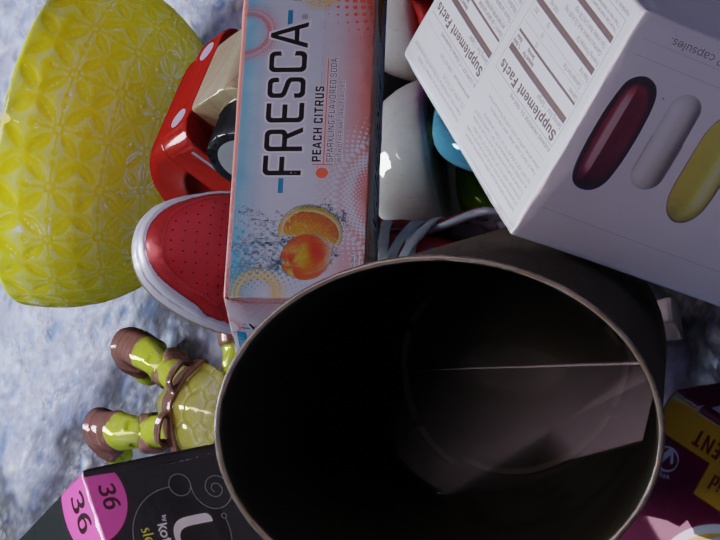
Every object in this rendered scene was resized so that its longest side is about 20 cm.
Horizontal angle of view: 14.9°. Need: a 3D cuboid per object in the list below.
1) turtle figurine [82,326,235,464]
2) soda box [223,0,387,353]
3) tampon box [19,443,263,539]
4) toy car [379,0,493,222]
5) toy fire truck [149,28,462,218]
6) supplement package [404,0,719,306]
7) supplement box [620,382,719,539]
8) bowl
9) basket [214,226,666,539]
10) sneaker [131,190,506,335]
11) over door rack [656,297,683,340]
[{"bbox_3d":[-0.096,0.090,1.582,0.161,0.064,0.201,6,89,50],"label":"turtle figurine"},{"bbox_3d":[-0.023,-0.059,1.255,0.063,0.068,0.201,1,61,5],"label":"soda box"},{"bbox_3d":[-0.107,0.200,1.469,0.200,0.126,0.150,-47,59,53],"label":"tampon box"},{"bbox_3d":[0.078,-0.112,1.335,0.174,0.150,0.201,-9,71,9],"label":"toy car"},{"bbox_3d":[-0.040,-0.046,1.484,0.200,0.176,0.129,-29,33,48],"label":"toy fire truck"},{"bbox_3d":[0.146,-0.070,1.190,0.111,0.199,0.156,-60,30,22],"label":"supplement package"},{"bbox_3d":[0.162,0.166,1.224,0.131,0.103,0.201,33,107,25],"label":"supplement box"},{"bbox_3d":[-0.126,-0.068,1.596,0.107,0.200,0.201,12,91,14],"label":"bowl"},{"bbox_3d":[0.054,0.048,1.153,0.179,0.200,0.137,-4,97,16],"label":"basket"},{"bbox_3d":[0.000,0.000,1.294,0.112,0.199,0.072,-14,67,61],"label":"sneaker"},{"bbox_3d":[0.086,0.110,1.384,0.199,0.067,0.149,-14,71,31],"label":"over door rack"}]
